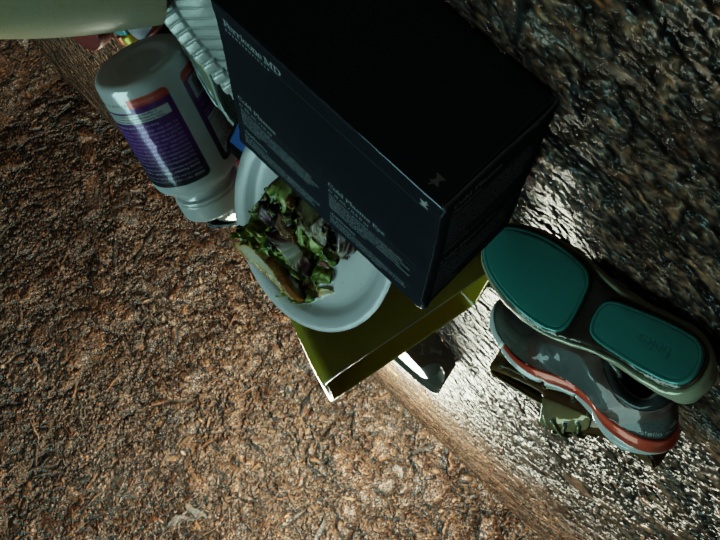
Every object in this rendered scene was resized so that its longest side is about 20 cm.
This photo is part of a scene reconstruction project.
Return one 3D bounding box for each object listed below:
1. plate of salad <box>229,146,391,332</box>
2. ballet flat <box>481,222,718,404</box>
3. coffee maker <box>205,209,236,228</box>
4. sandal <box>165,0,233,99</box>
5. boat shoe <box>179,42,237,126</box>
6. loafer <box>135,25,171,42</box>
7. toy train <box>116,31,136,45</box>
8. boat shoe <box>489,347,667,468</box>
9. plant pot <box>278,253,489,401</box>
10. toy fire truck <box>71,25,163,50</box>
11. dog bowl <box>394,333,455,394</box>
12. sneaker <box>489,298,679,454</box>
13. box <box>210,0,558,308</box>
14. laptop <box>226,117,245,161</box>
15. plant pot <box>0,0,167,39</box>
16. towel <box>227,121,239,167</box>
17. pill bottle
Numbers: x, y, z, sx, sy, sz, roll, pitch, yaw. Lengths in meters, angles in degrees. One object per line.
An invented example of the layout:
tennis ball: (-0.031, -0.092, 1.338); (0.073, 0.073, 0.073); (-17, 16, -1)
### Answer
plate of salad: (-0.050, -0.040, 0.839); (0.200, 0.048, 0.201); (14, 112, 40)
ballet flat: (0.174, 0.032, 0.710); (0.200, 0.069, 0.070); (39, 170, 33)
coffee maker: (-0.228, -0.174, 1.421); (0.192, 0.135, 0.200); (45, 171, 10)
sandal: (-0.143, -0.246, 0.932); (0.050, 0.082, 0.203); (-81, -27, -44)
boat shoe: (-0.140, -0.218, 1.015); (0.202, 0.074, 0.065); (52, 176, -15)
loafer: (-0.211, -0.259, 1.138); (0.073, 0.072, 0.200); (52, 169, -31)
toy train: (-0.340, -0.383, 1.260); (0.150, 0.056, 0.200); (45, 169, 10)
boat shoe: (0.210, 0.132, 0.948); (0.200, 0.074, 0.076); (39, 170, 39)
plant pot: (0.000, 0.000, 0.992); (0.177, 0.200, 0.200); (55, 173, 11)
toy fire truck: (-0.284, -0.344, 1.030); (0.200, 0.112, 0.168); (46, 153, -10)
dog bowl: (0.075, 0.113, 1.571); (0.200, 0.059, 0.200); (45, 172, 8)
sneaker: (0.192, 0.064, 0.807); (0.200, 0.077, 0.082); (38, 142, 36)
box: (0.012, -0.100, 0.650); (0.200, 0.104, 0.182); (43, 166, 13)
laptop: (-0.061, -0.144, 0.855); (0.177, 0.103, 0.200); (41, 171, 23)
plant pot: (-0.297, -0.280, 0.834); (0.188, 0.199, 0.188); (56, 159, 35)
towel: (-0.129, -0.082, 1.179); (0.144, 0.023, 0.201); (25, 132, 63)
pill bottle: (-0.207, -0.156, 1.094); (0.111, 0.111, 0.200); (36, 157, 47)
